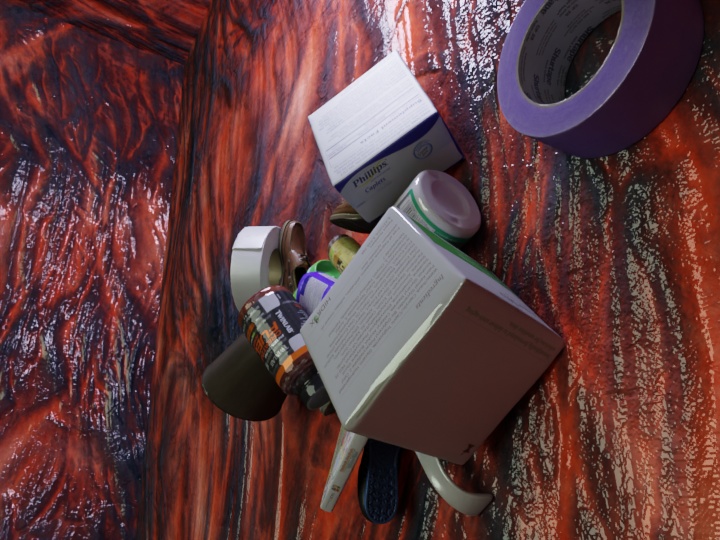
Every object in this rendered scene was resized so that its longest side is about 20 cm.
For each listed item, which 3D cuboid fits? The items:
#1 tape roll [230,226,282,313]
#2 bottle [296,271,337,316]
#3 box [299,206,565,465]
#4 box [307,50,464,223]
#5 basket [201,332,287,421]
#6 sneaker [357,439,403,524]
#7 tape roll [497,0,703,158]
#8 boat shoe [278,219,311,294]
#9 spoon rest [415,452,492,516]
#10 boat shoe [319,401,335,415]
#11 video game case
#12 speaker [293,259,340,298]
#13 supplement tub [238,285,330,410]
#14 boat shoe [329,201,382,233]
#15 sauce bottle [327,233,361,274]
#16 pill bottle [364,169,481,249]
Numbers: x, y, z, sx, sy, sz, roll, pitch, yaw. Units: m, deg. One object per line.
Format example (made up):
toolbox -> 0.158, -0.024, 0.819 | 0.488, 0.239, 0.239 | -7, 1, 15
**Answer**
tape roll -> -0.215, 0.004, 1.230 | 0.202, 0.069, 0.207 | 1, -90, -78
bottle -> -0.043, 0.060, 0.924 | 0.199, 0.064, 0.085 | 23, 103, 58
box -> 0.076, 0.078, 0.644 | 0.201, 0.197, 0.172 | -52, 37, 13
box -> 0.034, -0.210, 0.872 | 0.182, 0.105, 0.202 | -33, 46, 14
basket -> -0.184, 0.177, 1.078 | 0.201, 0.178, 0.137 | -49, 29, 32
sneaker -> 0.031, 0.265, 0.831 | 0.078, 0.069, 0.204 | 132, 152, -69
tape roll -> 0.247, -0.232, 0.600 | 0.199, 0.084, 0.204 | -28, 57, 55
boat shoe -> -0.136, -0.012, 1.226 | 0.067, 0.071, 0.205 | -4, 83, 41
spoon rest -> 0.100, 0.219, 0.734 | 0.100, 0.060, 0.201 | -61, 35, 28
boat shoe -> -0.032, 0.164, 0.957 | 0.072, 0.075, 0.202 | 54, 127, 34
video game case -> -0.006, 0.226, 0.847 | 0.201, 0.022, 0.184 | -72, 3, -60
speaker -> -0.101, 0.071, 1.112 | 0.201, 0.087, 0.090 | -53, 39, 38
supplement tub -> -0.111, 0.126, 0.912 | 0.200, 0.106, 0.108 | 48, 124, 28
boat shoe -> 0.021, -0.110, 0.969 | 0.198, 0.071, 0.069 | 1, 74, 52
sauce bottle -> 0.000, 0.000, 0.976 | 0.200, 0.064, 0.066 | 48, 121, 56
pill bottle -> 0.073, -0.039, 0.812 | 0.200, 0.111, 0.115 | -49, 41, 42
